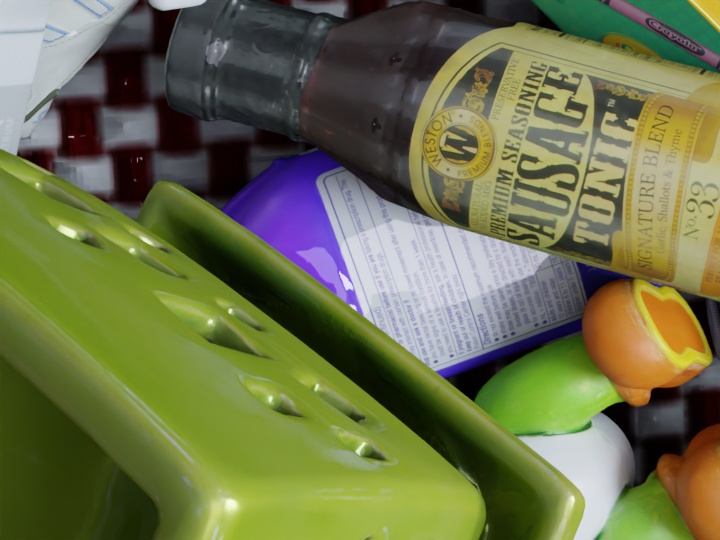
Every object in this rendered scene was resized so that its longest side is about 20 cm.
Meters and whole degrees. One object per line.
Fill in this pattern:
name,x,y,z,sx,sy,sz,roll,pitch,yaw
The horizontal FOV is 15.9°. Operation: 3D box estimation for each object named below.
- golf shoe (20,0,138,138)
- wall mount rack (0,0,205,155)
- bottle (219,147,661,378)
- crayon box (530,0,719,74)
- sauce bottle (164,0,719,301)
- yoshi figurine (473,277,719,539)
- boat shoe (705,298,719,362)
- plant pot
golf shoe,-0.095,-0.092,0.785,0.200,0.078,0.097,-12,118,1
wall mount rack,-0.133,-0.037,0.706,0.174,0.075,0.200,-6,127,-34
bottle,0.000,0.000,0.808,0.200,0.065,0.084,-20,96,-3
crayon box,0.067,-0.153,0.767,0.200,0.058,0.119,42,62,-13
sauce bottle,0.042,-0.039,0.746,0.200,0.066,0.066,14,99,11
yoshi figurine,0.019,0.085,0.781,0.200,0.112,0.112,-29,132,19
boat shoe,0.157,0.026,0.766,0.073,0.200,0.063,-7,127,-9
plant pot,-0.071,0.084,0.661,0.181,0.200,0.199,3,117,-50
